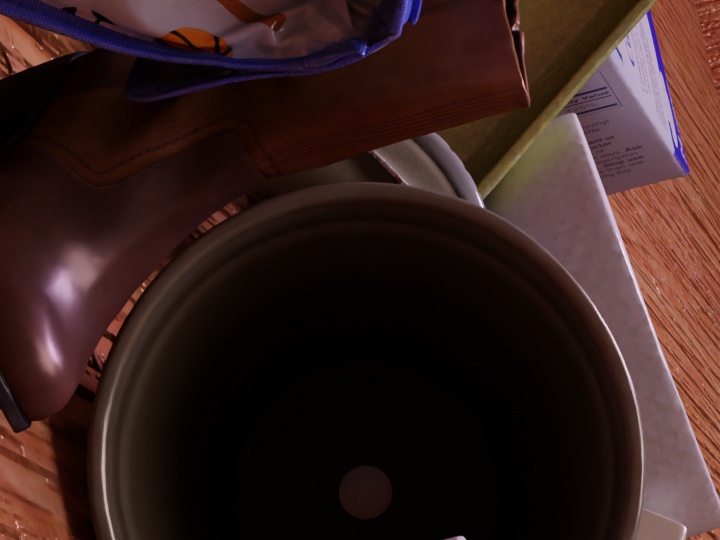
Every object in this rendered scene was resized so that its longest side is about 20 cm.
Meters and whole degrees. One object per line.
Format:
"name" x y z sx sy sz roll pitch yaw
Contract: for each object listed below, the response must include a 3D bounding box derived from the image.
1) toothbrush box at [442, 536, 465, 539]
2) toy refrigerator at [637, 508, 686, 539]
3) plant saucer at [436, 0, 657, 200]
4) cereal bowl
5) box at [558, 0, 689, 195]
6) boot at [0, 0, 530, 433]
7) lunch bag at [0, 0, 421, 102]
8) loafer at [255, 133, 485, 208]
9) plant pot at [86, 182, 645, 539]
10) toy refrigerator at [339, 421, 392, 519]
"toothbrush box" -0.006 0.208 0.933 0.086 0.145 0.200 -69 141 -67
"toy refrigerator" 0.064 0.190 1.166 0.070 0.076 0.200 90 23 -61
"plant saucer" 0.035 -0.145 1.254 0.200 0.200 0.048 38 -13 17
"cereal bowl" 0.093 0.035 1.260 0.200 0.083 0.200 -21 90 -84
"box" 0.045 -0.101 1.387 0.200 0.184 0.105 44 34 -64
"boot" -0.035 -0.031 0.967 0.188 0.200 0.069 -81 154 -59
"lunch bag" -0.067 -0.141 0.963 0.170 0.200 0.124 -74 -176 -65
"loafer" -0.029 -0.048 1.176 0.200 0.075 0.070 42 48 15
"plant pot" 0.001 0.078 1.074 0.174 0.200 0.200 95 -19 -82
"toy refrigerator" 0.022 0.097 1.273 0.076 0.070 0.200 55 14 2
